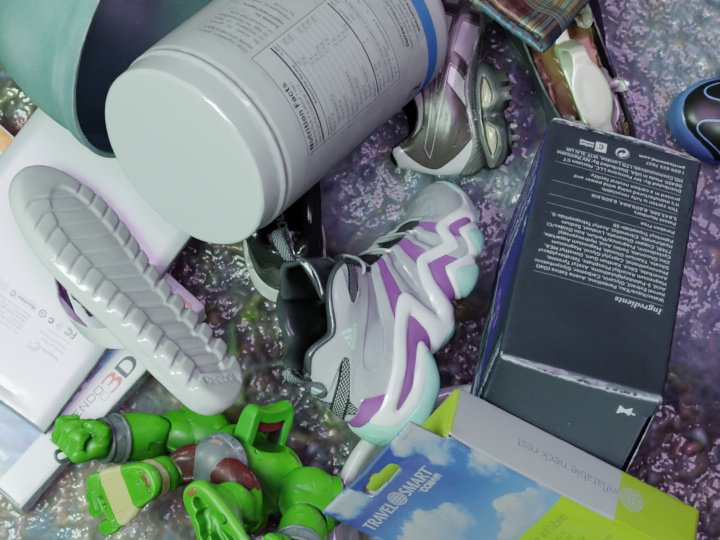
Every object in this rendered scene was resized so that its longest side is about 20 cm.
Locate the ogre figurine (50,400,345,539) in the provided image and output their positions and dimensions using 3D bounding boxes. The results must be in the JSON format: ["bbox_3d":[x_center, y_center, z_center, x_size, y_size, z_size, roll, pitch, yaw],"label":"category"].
[{"bbox_3d":[-0.087,0.136,1.516,0.200,0.120,0.098,6,105,35],"label":"ogre figurine"}]

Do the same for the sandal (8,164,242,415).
[{"bbox_3d":[-0.160,0.020,1.508,0.203,0.082,0.050,49,120,7],"label":"sandal"}]

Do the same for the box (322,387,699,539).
[{"bbox_3d":[0.092,0.151,1.470,0.200,0.122,0.048,28,45,-12],"label":"box"}]

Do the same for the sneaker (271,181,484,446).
[{"bbox_3d":[0.000,0.000,1.537,0.140,0.078,0.200,33,51,-26],"label":"sneaker"}]

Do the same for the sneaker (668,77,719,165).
[{"bbox_3d":[0.313,-0.098,1.617,0.200,0.078,0.070,9,80,-3],"label":"sneaker"}]

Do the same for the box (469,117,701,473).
[{"bbox_3d":[0.138,0.031,1.515,0.104,0.148,0.200,16,52,-1],"label":"box"}]

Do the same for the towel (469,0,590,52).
[{"bbox_3d":[0.100,-0.229,1.587,0.147,0.022,0.200,36,36,2],"label":"towel"}]

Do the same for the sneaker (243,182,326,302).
[{"bbox_3d":[-0.061,-0.081,1.583,0.066,0.091,0.200,-12,82,-6],"label":"sneaker"}]

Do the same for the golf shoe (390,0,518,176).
[{"bbox_3d":[0.047,-0.161,1.611,0.094,0.078,0.200,-8,78,-2],"label":"golf shoe"}]

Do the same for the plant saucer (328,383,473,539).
[{"bbox_3d":[0.077,0.177,1.570,0.200,0.050,0.200,0,81,-3],"label":"plant saucer"}]

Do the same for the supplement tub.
[{"bbox_3d":[-0.049,-0.122,1.493,0.132,0.132,0.200,45,55,4],"label":"supplement tub"}]

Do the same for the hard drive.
[{"bbox_3d":[-0.199,-0.012,1.551,0.132,0.025,0.200,35,77,2],"label":"hard drive"}]

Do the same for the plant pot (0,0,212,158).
[{"bbox_3d":[-0.166,-0.191,1.505,0.134,0.200,0.200,32,80,20],"label":"plant pot"}]

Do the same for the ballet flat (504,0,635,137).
[{"bbox_3d":[0.140,-0.156,1.620,0.073,0.073,0.200,-18,82,-6],"label":"ballet flat"}]

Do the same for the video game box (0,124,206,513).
[{"bbox_3d":[-0.235,0.028,1.578,0.200,0.047,0.182,41,78,3],"label":"video game box"}]
